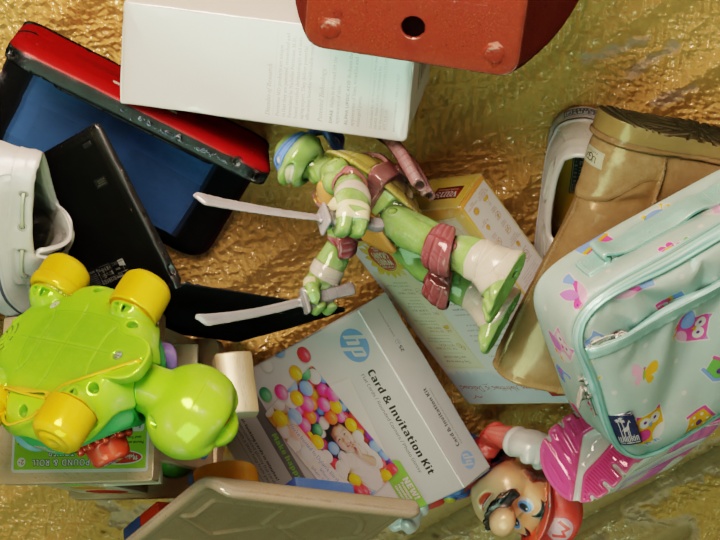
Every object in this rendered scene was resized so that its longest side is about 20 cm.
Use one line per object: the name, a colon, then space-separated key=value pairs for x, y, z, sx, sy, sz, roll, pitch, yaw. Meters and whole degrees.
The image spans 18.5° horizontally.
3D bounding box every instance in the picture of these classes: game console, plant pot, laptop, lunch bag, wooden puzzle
game console: x=-0.178 y=-0.082 z=1.588 sx=0.200 sy=0.172 sz=0.119 roll=26 pitch=100 yaw=-9
plant pot: x=0.049 y=-0.231 z=1.390 sx=0.200 sy=0.176 sz=0.200 roll=9 pitch=128 yaw=5
laptop: x=-0.140 y=-0.021 z=1.627 sx=0.187 sy=0.116 sz=0.200 roll=-18 pitch=100 yaw=60
lunch bag: x=0.218 y=0.025 z=1.478 sx=0.200 sy=0.077 sz=0.160 roll=-30 pitch=132 yaw=-9
wooden puzzle: x=-0.084 y=0.190 z=1.652 sx=0.185 sy=0.046 sz=0.200 roll=11 pitch=149 yaw=-35

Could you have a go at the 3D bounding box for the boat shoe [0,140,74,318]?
boat shoe: x=-0.240 y=-0.022 z=1.591 sx=0.067 sy=0.074 sz=0.200 roll=7 pitch=152 yaw=10

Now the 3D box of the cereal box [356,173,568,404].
cereal box: x=0.085 y=0.018 z=1.620 sx=0.144 sy=0.040 sz=0.200 roll=-4 pitch=132 yaw=48

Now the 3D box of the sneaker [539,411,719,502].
sneaker: x=0.230 y=0.102 z=1.670 sx=0.200 sy=0.088 sz=0.081 roll=-33 pitch=75 yaw=12

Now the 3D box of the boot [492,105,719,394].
boot: x=0.199 y=-0.007 z=1.540 sx=0.175 sy=0.066 sz=0.200 roll=11 pitch=110 yaw=-22

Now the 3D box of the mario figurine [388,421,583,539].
mario figurine: x=0.079 y=0.161 z=1.716 sx=0.200 sy=0.106 sz=0.123 roll=26 pitch=164 yaw=1

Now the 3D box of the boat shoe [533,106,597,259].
boat shoe: x=0.159 y=-0.017 z=1.593 sx=0.071 sy=0.070 sz=0.200 roll=5 pitch=127 yaw=7

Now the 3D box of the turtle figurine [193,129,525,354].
turtle figurine: x=0.000 y=0.000 z=1.474 sx=0.194 sy=0.200 sz=0.144 roll=28 pitch=127 yaw=13

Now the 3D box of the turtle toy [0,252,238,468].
turtle toy: x=-0.175 y=0.078 z=1.528 sx=0.200 sy=0.146 sz=0.101 roll=11 pitch=147 yaw=33

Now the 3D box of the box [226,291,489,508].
box: x=-0.015 y=0.124 z=1.691 sx=0.200 sy=0.041 sz=0.156 roll=-29 pitch=92 yaw=41

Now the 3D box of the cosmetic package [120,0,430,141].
cosmetic package: x=-0.056 y=-0.156 z=1.502 sx=0.200 sy=0.113 sz=0.081 roll=7 pitch=119 yaw=7

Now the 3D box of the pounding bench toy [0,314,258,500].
pounding bench toy: x=-0.148 y=0.105 z=1.665 sx=0.200 sy=0.124 sz=0.156 roll=-3 pitch=168 yaw=18
